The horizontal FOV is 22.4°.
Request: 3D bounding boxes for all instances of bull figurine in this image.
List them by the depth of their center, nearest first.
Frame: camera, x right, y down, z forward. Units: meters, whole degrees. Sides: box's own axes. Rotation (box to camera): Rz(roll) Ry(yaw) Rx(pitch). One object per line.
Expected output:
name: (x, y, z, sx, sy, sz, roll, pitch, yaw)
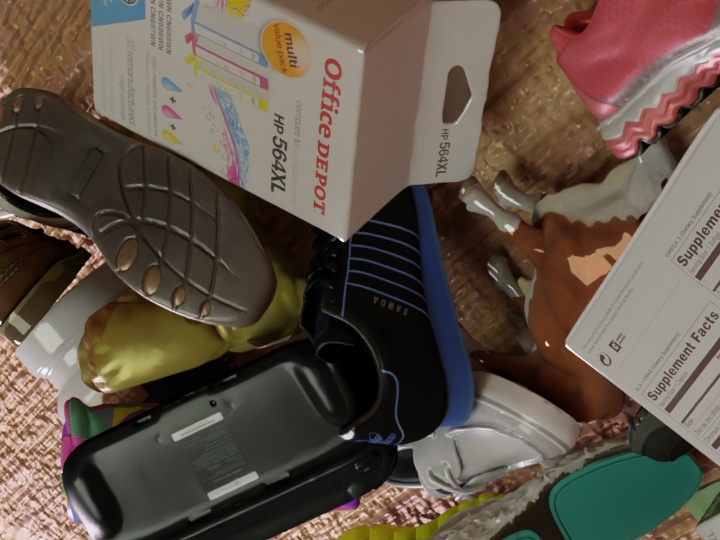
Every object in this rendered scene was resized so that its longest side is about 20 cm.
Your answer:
bull figurine: (0.114, 0.002, 0.992, 0.121, 0.065, 0.201, 30, 137, 23)

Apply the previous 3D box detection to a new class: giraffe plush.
giraffe plush: (-0.103, -0.026, 1.111, 0.200, 0.172, 0.163, -18, 88, 59)

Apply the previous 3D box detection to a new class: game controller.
game controller: (-0.080, 0.117, 1.091, 0.199, 0.042, 0.105, -26, 99, 12)

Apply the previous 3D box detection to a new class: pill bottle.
pill bottle: (-0.135, 0.095, 1.252, 0.200, 0.116, 0.116, 45, 141, 2)

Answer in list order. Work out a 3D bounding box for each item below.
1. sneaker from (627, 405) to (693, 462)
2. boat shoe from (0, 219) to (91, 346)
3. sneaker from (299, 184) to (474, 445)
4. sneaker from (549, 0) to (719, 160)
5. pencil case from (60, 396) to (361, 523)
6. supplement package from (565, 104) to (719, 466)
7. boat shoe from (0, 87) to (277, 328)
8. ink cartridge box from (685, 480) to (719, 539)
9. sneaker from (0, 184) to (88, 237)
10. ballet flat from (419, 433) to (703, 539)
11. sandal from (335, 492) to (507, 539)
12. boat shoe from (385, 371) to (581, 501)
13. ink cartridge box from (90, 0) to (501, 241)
sneaker: (0.211, 0.059, 0.947, 0.082, 0.073, 0.200, 42, 141, 3)
boat shoe: (-0.224, -0.004, 1.189, 0.068, 0.072, 0.200, 40, 176, -7)
sneaker: (0.000, 0.000, 1.025, 0.070, 0.077, 0.201, -40, 64, 57)
sneaker: (0.153, -0.131, 0.841, 0.087, 0.074, 0.200, 48, 140, 3)
pencil case: (-0.091, 0.116, 1.152, 0.198, 0.089, 0.089, -4, 128, 0)
supplement package: (0.203, -0.035, 0.774, 0.111, 0.200, 0.156, 37, 139, 10)
boat shoe: (-0.121, -0.036, 1.018, 0.200, 0.076, 0.072, 38, -175, 20)
ink cartridge box: (0.255, 0.145, 0.990, 0.104, 0.059, 0.200, 47, 141, -1)
sneaker: (-0.227, -0.071, 1.203, 0.199, 0.076, 0.088, 11, 174, 26)
ballet flat: (0.100, 0.142, 1.057, 0.072, 0.199, 0.072, 60, 172, 14)
sandal: (0.072, 0.198, 1.200, 0.199, 0.080, 0.087, -10, 149, 39)
boat shoe: (0.059, 0.104, 1.079, 0.072, 0.069, 0.200, 36, 162, -23)
ink cartridge box: (-0.029, -0.123, 0.966, 0.199, 0.125, 0.129, 28, 137, 22)
